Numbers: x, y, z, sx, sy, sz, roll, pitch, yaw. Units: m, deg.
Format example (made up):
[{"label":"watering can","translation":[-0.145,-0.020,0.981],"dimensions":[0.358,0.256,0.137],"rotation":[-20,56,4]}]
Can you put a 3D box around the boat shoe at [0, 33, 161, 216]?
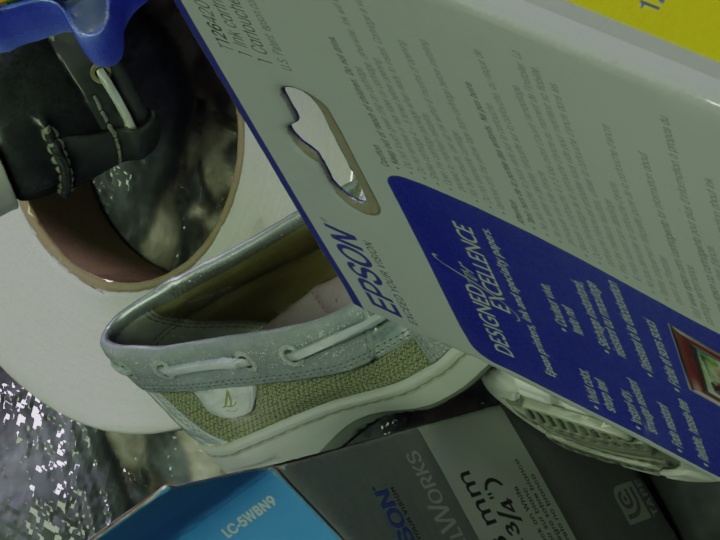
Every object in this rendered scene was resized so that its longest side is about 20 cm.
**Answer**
[{"label":"boat shoe","translation":[-0.123,-0.114,0.947],"dimensions":[0.067,0.072,0.200],"rotation":[-22,69,-1]}]

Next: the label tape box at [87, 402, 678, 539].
[{"label":"label tape box","translation":[-0.023,0.103,0.832],"dimensions":[0.144,0.200,0.063],"rotation":[-37,75,34]}]

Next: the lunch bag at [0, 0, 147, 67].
[{"label":"lunch bag","translation":[-0.092,-0.150,0.796],"dimensions":[0.150,0.094,0.200],"rotation":[-18,70,4]}]

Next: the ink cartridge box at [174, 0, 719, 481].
[{"label":"ink cartridge box","translation":[0.060,-0.015,0.650],"dimensions":[0.200,0.198,0.047],"rotation":[28,73,29]}]

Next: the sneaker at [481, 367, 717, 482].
[{"label":"sneaker","translation":[0.133,0.018,0.786],"dimensions":[0.200,0.078,0.100],"rotation":[17,77,23]}]

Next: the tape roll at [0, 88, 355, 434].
[{"label":"tape roll","translation":[-0.068,-0.046,0.960],"dimensions":[0.202,0.037,0.203],"rotation":[3,96,37]}]

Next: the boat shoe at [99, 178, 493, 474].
[{"label":"boat shoe","translation":[0.000,-0.001,0.824],"dimensions":[0.202,0.065,0.075],"rotation":[-34,28,49]}]
